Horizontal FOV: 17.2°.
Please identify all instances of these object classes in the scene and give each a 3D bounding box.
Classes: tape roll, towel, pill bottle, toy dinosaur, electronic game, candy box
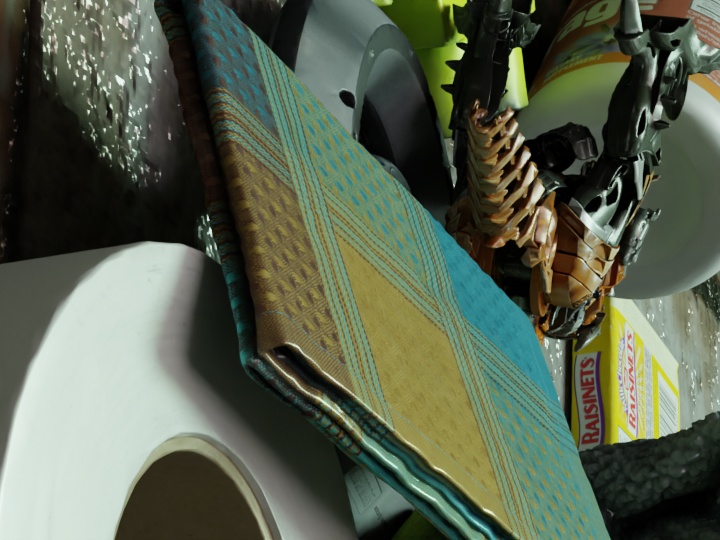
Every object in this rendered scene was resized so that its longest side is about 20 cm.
[{"bbox_3d":[-0.066,0.097,0.579,0.202,0.070,0.204,-9,90,-69],"label":"tape roll"},{"bbox_3d":[0.012,0.019,0.678,0.200,0.022,0.147,43,22,-44],"label":"towel"},{"bbox_3d":[0.137,-0.081,1.091,0.200,0.112,0.113,-62,138,-57],"label":"pill bottle"},{"bbox_3d":[0.071,-0.028,0.850,0.200,0.102,0.136,135,-31,-81],"label":"toy dinosaur"},{"bbox_3d":[0.000,0.000,0.813,0.200,0.041,0.201,-6,90,-76],"label":"electronic game"},{"bbox_3d":[0.123,0.113,1.100,0.102,0.026,0.201,45,42,-51],"label":"candy box"}]

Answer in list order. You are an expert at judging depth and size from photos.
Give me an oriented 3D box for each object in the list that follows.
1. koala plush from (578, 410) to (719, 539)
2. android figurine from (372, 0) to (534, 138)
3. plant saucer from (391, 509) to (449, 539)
[{"bbox_3d":[0.169,0.167,0.923,0.177,0.183,0.201,24,51,-47],"label":"koala plush"},{"bbox_3d":[0.028,-0.156,0.940,0.182,0.041,0.201,-34,116,-65],"label":"android figurine"},{"bbox_3d":[0.042,0.187,0.700,0.200,0.048,0.201,-145,-145,-81],"label":"plant saucer"}]
